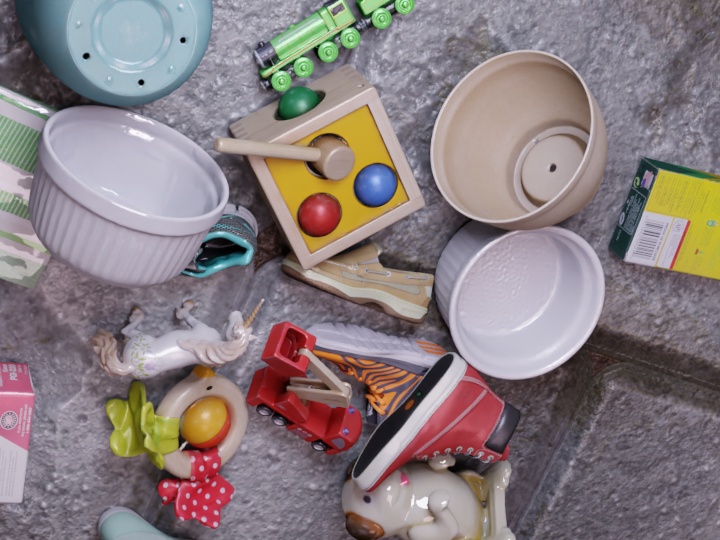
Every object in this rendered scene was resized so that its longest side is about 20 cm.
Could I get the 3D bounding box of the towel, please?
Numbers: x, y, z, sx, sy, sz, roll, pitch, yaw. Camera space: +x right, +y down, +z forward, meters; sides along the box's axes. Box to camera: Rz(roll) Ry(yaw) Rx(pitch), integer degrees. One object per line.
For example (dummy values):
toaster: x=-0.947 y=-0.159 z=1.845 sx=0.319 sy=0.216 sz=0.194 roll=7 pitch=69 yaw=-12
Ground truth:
towel: x=-0.379 y=-0.090 z=1.438 sx=0.152 sy=0.023 sz=0.201 roll=21 pitch=105 yaw=-26

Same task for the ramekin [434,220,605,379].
ramekin: x=0.186 y=0.022 z=1.631 sx=0.199 sy=0.098 sz=0.201 roll=-7 pitch=114 yaw=-16

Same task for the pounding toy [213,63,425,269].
pounding toy: x=-0.052 y=-0.119 z=1.464 sx=0.184 sy=0.142 sz=0.201 roll=-28 pitch=119 yaw=-5

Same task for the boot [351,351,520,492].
boot: x=0.097 y=0.217 z=1.620 sx=0.144 sy=0.072 sz=0.200 roll=43 pitch=92 yaw=-17

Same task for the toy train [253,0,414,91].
toy train: x=-0.030 y=-0.264 z=1.467 sx=0.199 sy=0.042 sz=0.057 roll=-32 pitch=109 yaw=-2

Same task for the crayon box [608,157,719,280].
crayon box: x=0.426 y=-0.059 z=1.700 sx=0.199 sy=0.051 sz=0.128 roll=11 pitch=109 yaw=-22

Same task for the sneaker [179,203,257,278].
sneaker: x=-0.205 y=-0.026 z=1.485 sx=0.199 sy=0.091 sz=0.078 roll=-12 pitch=115 yaw=-13

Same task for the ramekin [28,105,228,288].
ramekin: x=-0.245 y=-0.071 z=1.379 sx=0.199 sy=0.201 sz=0.105 roll=15 pitch=121 yaw=-23

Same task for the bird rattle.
bird rattle: x=-0.195 y=0.203 z=1.590 sx=0.163 sy=0.113 sz=0.200 roll=-48 pitch=123 yaw=-12

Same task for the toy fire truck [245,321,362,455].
toy fire truck: x=-0.058 y=0.144 z=1.585 sx=0.200 sy=0.049 sz=0.141 roll=37 pitch=143 yaw=-26

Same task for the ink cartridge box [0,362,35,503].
ink cartridge box: x=-0.473 y=0.177 z=1.492 sx=0.199 sy=0.085 sz=0.146 roll=4 pitch=112 yaw=-22

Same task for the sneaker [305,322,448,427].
sneaker: x=0.011 y=0.134 z=1.635 sx=0.199 sy=0.078 sz=0.113 roll=14 pitch=107 yaw=-23

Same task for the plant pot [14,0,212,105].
plant pot: x=-0.236 y=-0.255 z=1.334 sx=0.199 sy=0.161 sz=0.202 roll=-7 pitch=115 yaw=-16

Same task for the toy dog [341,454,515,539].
toy dog: x=0.072 y=0.294 z=1.708 sx=0.199 sy=0.140 sz=0.194 roll=20 pitch=151 yaw=-25

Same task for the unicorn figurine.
unicorn figurine: x=-0.199 y=0.078 z=1.507 sx=0.199 sy=0.137 sz=0.074 roll=-26 pitch=118 yaw=-6

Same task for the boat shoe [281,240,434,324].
boat shoe: x=0.000 y=0.000 z=1.586 sx=0.199 sy=0.072 sz=0.077 roll=19 pitch=93 yaw=-33

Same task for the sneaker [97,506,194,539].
sneaker: x=-0.230 y=0.375 z=1.640 sx=0.200 sy=0.118 sz=0.074 roll=34 pitch=98 yaw=-29

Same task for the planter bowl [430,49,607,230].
planter bowl: x=0.198 y=-0.131 z=1.529 sx=0.201 sy=0.200 sz=0.135 roll=-52 pitch=144 yaw=9
